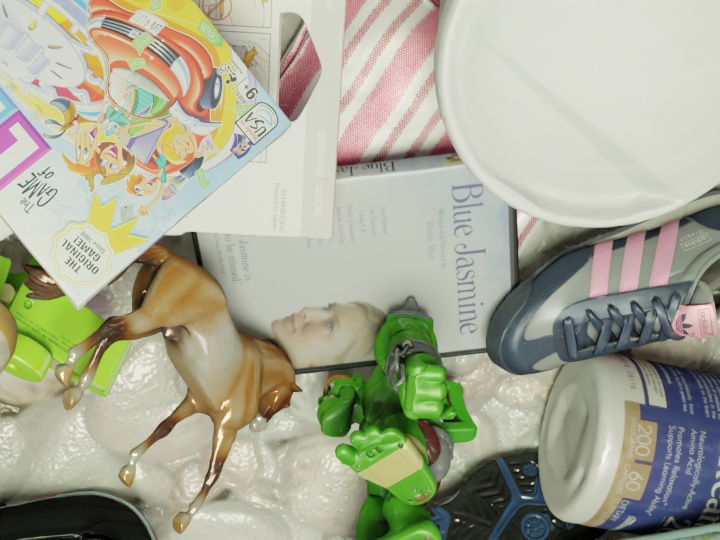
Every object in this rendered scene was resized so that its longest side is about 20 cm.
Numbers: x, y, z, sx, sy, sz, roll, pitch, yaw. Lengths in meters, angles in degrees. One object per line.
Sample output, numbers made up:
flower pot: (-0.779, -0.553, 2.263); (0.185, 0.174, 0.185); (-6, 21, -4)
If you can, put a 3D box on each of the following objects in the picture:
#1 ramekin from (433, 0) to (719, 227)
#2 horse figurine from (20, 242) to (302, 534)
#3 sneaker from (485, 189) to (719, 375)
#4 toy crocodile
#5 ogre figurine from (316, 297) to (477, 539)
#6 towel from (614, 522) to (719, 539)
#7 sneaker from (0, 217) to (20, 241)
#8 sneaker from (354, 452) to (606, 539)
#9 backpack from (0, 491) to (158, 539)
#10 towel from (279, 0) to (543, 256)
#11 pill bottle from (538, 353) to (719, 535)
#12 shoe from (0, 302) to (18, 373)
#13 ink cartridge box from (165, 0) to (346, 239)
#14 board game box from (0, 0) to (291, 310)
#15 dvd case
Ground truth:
ramekin: (0.132, -0.133, 0.749); (0.199, 0.095, 0.205); (-4, 121, -7)
horse figurine: (-0.106, 0.051, 0.784); (0.133, 0.050, 0.201); (-50, 128, -27)
sneaker: (0.175, 0.018, 0.843); (0.198, 0.082, 0.071); (-28, 129, -6)
toy crocodile: (-0.213, 0.010, 0.756); (0.199, 0.061, 0.068); (32, 66, -31)
ogre figurine: (0.023, 0.110, 0.839); (0.097, 0.121, 0.202); (-10, 124, 8)
towel: (0.222, 0.210, 0.888); (0.198, 0.049, 0.170); (-19, 148, 38)
sneaker: (-0.213, -0.048, 0.685); (0.197, 0.076, 0.082); (-2, 106, -2)
sneaker: (0.080, 0.184, 0.936); (0.197, 0.076, 0.077); (-16, 151, -9)
backpack: (-0.215, 0.227, 0.850); (0.197, 0.178, 0.152); (-13, 118, -13)
towel: (0.042, -0.084, 0.829); (0.198, 0.030, 0.147); (27, 108, -18)
pill bottle: (0.226, 0.123, 0.896); (0.197, 0.111, 0.112); (11, 111, -12)
shoe: (-0.236, 0.067, 0.723); (0.069, 0.054, 0.200); (24, 143, -24)
ink cartridge box: (-0.097, -0.117, 0.732); (0.173, 0.045, 0.203); (2, 116, -6)
board game box: (-0.146, -0.102, 0.641); (0.134, 0.034, 0.201); (-41, 95, -12)
dvd case: (0.000, 0.000, 0.845); (0.197, 0.018, 0.144); (-7, 124, 0)
